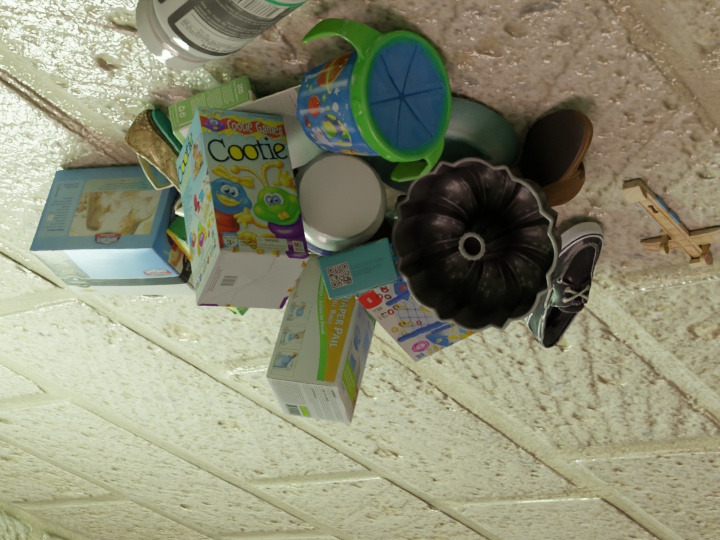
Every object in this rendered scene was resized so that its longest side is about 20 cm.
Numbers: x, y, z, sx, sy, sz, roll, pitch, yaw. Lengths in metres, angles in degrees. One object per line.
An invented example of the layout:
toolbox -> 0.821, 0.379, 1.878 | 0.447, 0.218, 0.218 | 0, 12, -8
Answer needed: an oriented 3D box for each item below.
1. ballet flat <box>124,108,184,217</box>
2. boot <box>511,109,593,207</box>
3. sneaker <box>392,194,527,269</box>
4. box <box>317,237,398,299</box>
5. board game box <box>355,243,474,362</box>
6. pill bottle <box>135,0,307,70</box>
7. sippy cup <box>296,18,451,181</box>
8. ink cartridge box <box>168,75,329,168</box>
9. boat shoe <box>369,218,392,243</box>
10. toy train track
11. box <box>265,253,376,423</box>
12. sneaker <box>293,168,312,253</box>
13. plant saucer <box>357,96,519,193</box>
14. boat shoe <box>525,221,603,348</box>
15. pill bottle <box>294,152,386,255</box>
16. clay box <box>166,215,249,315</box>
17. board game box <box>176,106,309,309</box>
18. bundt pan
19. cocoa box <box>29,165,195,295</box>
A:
ballet flat -> -0.216, -0.109, 1.613 | 0.065, 0.071, 0.200 | -33, 104, 19
boot -> 0.228, -0.124, 1.493 | 0.075, 0.074, 0.200 | -9, 158, -20
sneaker -> 0.127, -0.029, 1.584 | 0.199, 0.087, 0.078 | 16, -177, 31
box -> 0.000, 0.000, 1.521 | 0.082, 0.049, 0.200 | -16, 179, 1
board game box -> 0.112, 0.018, 1.718 | 0.195, 0.056, 0.200 | -27, 142, 12
pill bottle -> -0.130, -0.274, 1.262 | 0.113, 0.113, 0.200 | 28, 150, -30
sippy cup -> 0.006, -0.179, 1.391 | 0.139, 0.179, 0.130 | -12, -173, -43
ink cartridge box -> -0.104, -0.171, 1.536 | 0.199, 0.048, 0.146 | -20, 147, 9
boat shoe -> 0.019, -0.027, 1.738 | 0.200, 0.074, 0.063 | 30, 146, -34
toy train track -> 0.377, -0.047, 1.599 | 0.114, 0.033, 0.200 | -11, 145, 38
box -> -0.046, 0.089, 1.779 | 0.101, 0.201, 0.113 | 6, 149, 15
sneaker -> -0.094, -0.062, 1.711 | 0.070, 0.076, 0.200 | 1, 152, 19
plant saucer -> 0.085, -0.134, 1.527 | 0.199, 0.036, 0.200 | 6, 153, 3
boat shoe -> 0.268, 0.023, 1.688 | 0.072, 0.068, 0.200 | 0, 138, -24
pill bottle -> -0.029, -0.077, 1.540 | 0.115, 0.116, 0.200 | 13, 177, -3
clay box -> -0.163, -0.028, 1.734 | 0.048, 0.115, 0.200 | 28, 161, 39
board game box -> -0.133, -0.070, 1.452 | 0.103, 0.201, 0.105 | 3, 144, -23
bundt pan -> 0.141, -0.036, 1.488 | 0.201, 0.203, 0.076 | -5, -168, 29
cocoa box -> -0.314, -0.052, 1.753 | 0.199, 0.134, 0.131 | -1, 151, 24
